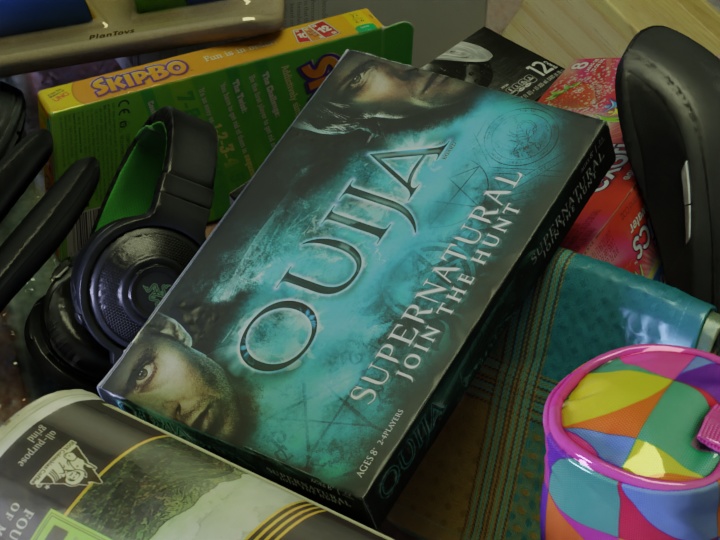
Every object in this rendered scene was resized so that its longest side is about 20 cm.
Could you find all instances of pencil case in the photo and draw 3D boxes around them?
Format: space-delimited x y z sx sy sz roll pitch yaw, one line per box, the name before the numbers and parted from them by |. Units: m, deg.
pencil case | 0.112 0.125 0.792 0.088 0.200 0.089 -4 36 3

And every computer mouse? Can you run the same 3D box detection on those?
computer mouse | 0.186 -0.019 0.963 0.046 0.201 0.140 -12 -1 43

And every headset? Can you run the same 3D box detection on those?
headset | -0.121 0.014 0.955 0.094 0.123 0.201 20 63 -19

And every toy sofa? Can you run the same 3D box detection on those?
toy sofa | 0.169 -0.112 1.161 0.083 0.098 0.200 5 34 -38

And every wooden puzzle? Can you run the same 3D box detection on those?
wooden puzzle | -0.131 -0.184 1.117 0.185 0.046 0.200 -9 44 10

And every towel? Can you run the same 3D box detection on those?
towel | 0.052 0.053 0.901 0.200 0.147 0.022 22 15 30

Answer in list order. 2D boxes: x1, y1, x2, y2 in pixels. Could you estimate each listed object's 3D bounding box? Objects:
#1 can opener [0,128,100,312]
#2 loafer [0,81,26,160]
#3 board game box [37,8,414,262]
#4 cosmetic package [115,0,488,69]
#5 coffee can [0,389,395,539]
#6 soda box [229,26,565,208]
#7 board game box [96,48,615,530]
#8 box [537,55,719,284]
can opener | -0.184 0.010 0.953 0.063 0.079 0.200 30 59 -7
loafer | -0.220 -0.030 1.033 0.070 0.068 0.201 24 45 -5
board game box | -0.066 -0.072 1.075 0.199 0.096 0.030 -15 43 -20
cosmetic package | -0.038 -0.154 1.182 0.199 0.081 0.113 -17 42 -19
coffee can | -0.053 0.149 0.785 0.200 0.147 0.146 23 45 22
soda box | 0.023 -0.046 1.070 0.063 0.071 0.200 30 48 29
board game box | 0.000 0.000 0.868 0.135 0.028 0.200 19 60 29
box | 0.112 -0.013 0.998 0.095 0.100 0.200 2 35 35
